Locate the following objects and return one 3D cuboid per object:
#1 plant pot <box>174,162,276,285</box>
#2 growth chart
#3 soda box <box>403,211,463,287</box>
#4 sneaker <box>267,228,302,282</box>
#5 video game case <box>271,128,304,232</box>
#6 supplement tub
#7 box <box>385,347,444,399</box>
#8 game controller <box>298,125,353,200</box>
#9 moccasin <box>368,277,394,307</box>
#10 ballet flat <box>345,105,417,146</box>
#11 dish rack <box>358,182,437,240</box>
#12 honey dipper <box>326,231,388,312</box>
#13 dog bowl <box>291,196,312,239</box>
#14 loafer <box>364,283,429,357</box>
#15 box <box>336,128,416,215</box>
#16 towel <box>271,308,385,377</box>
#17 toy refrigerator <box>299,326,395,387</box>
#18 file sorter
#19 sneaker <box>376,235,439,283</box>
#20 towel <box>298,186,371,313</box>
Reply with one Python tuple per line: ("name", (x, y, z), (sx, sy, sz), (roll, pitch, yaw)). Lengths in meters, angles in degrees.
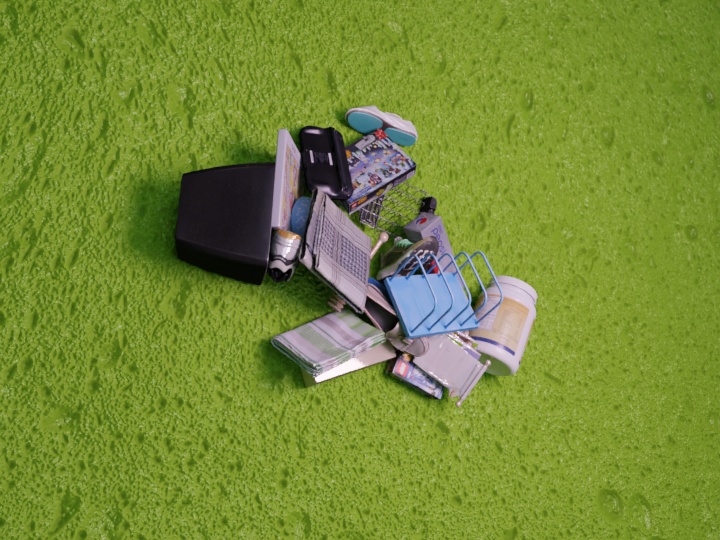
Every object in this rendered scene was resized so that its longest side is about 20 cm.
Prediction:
("plant pot", (-0.265, -0.094, 1.332), (0.174, 0.200, 0.203), (5, 77, -12))
("growth chart", (0.194, 0.185, 1.509), (0.200, 0.018, 0.145), (43, 88, -8))
("soda box", (0.169, -0.029, 1.562), (0.068, 0.063, 0.202), (-38, 124, -24))
("sneaker", (-0.161, -0.016, 1.368), (0.074, 0.200, 0.089), (16, 77, 1))
("video game case", (-0.147, -0.161, 1.417), (0.022, 0.182, 0.204), (1, 77, 8))
("supplement tub", (0.330, 0.130, 1.613), (0.143, 0.144, 0.202), (33, 67, -17))
("box", (0.152, 0.172, 1.563), (0.136, 0.040, 0.202), (31, 68, -18))
("game controller", (-0.076, -0.236, 1.482), (0.103, 0.042, 0.202), (-1, 56, -15))
("moccasin", (0.046, 0.070, 1.515), (0.198, 0.068, 0.081), (25, 83, 5))
("ballet flat", (0.047, -0.351, 1.617), (0.197, 0.069, 0.071), (15, 73, -28))
("dish rack", (0.083, -0.138, 1.593), (0.198, 0.054, 0.156), (24, 68, -19))
("honey dipper", (0.000, 0.000, 1.481), (0.038, 0.038, 0.201), (40, 80, -14))
("dog bowl", (-0.072, -0.071, 1.448), (0.201, 0.049, 0.113), (54, 42, -39))
("loafer", (0.061, 0.111, 1.440), (0.200, 0.063, 0.072), (44, 105, 6))
("box", (0.010, -0.226, 1.537), (0.199, 0.040, 0.137), (-33, 66, -24))
("towel", (-0.064, 0.137, 1.402), (0.198, 0.148, 0.031), (-23, 130, -38))
("toy refrigerator", (-0.031, 0.182, 1.462), (0.197, 0.070, 0.077), (-15, 79, -29))
("file sorter", (0.177, 0.042, 1.435), (0.197, 0.123, 0.140), (-4, 59, -34))
("sneaker", (0.094, -0.041, 1.506), (0.076, 0.199, 0.090), (7, 62, -36))
("towel", (-0.041, -0.043, 1.375), (0.200, 0.034, 0.195), (42, 42, -37))
